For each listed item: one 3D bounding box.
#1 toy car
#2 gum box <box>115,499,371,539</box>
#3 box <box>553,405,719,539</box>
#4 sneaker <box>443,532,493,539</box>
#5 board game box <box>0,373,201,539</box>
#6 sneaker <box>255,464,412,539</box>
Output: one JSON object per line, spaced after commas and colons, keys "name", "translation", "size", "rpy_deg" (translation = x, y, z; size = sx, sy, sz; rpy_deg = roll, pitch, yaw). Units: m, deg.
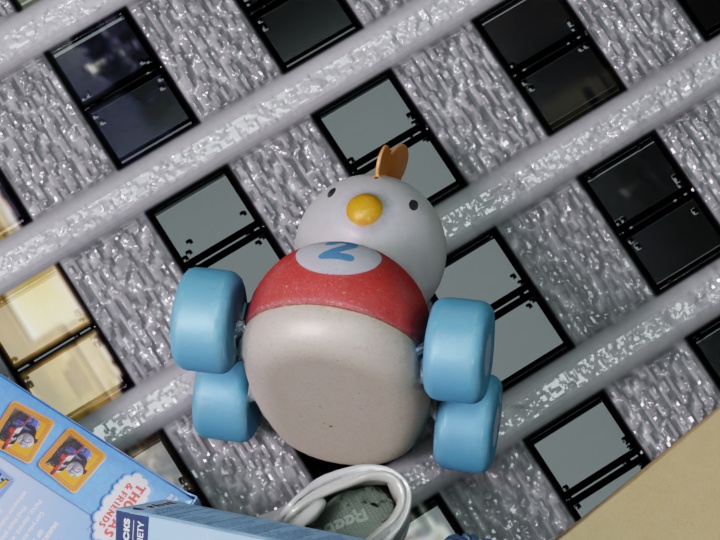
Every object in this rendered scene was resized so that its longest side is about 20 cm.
{"name": "toy car", "translation": [0.000, 0.000, 1.637], "size": [0.184, 0.177, 0.201], "rpy_deg": [6, 61, 9]}
{"name": "gum box", "translation": [-0.058, 0.227, 1.515], "size": [0.044, 0.200, 0.171], "rpy_deg": [-5, 99, -47]}
{"name": "box", "translation": [0.240, 0.173, 1.671], "size": [0.200, 0.021, 0.164], "rpy_deg": [-38, 80, -12]}
{"name": "sneaker", "translation": [0.031, 0.225, 1.602], "size": [0.077, 0.085, 0.200], "rpy_deg": [49, 43, 13]}
{"name": "board game box", "translation": [-0.218, 0.150, 1.621], "size": [0.200, 0.037, 0.151], "rpy_deg": [31, 74, 16]}
{"name": "sneaker", "translation": [-0.059, 0.172, 1.603], "size": [0.200, 0.116, 0.074], "rpy_deg": [-30, 80, -9]}
